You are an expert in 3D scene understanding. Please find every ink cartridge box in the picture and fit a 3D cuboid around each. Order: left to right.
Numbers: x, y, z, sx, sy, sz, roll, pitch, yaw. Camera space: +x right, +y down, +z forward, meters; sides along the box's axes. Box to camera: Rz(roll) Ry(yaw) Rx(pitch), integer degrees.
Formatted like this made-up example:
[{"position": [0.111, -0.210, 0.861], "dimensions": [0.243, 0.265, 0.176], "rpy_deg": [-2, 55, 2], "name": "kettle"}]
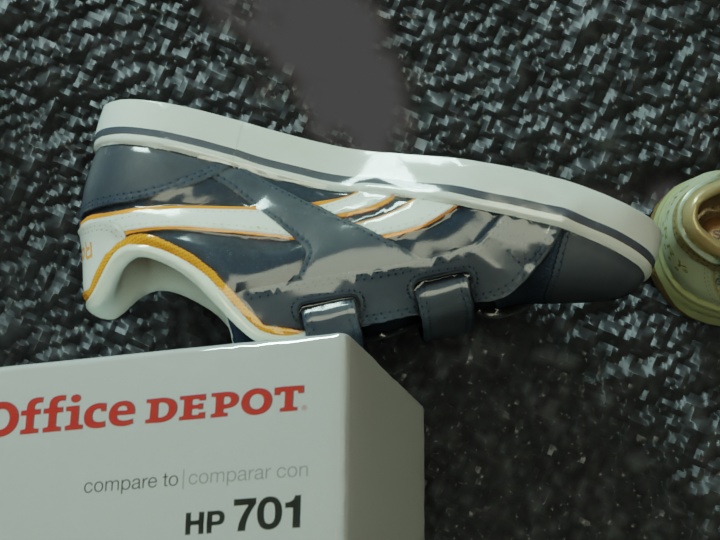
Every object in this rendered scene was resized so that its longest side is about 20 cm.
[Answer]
[{"position": [-0.059, 0.131, 0.960], "dimensions": [0.145, 0.086, 0.201], "rpy_deg": [-7, 70, 18], "name": "ink cartridge box"}]

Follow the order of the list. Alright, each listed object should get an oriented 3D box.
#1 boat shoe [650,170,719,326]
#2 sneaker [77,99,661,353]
[{"position": [0.202, -0.006, 1.049], "dimensions": [0.198, 0.063, 0.074], "rpy_deg": [-2, 80, -5], "name": "boat shoe"}, {"position": [0.000, 0.000, 1.028], "dimensions": [0.198, 0.078, 0.080], "rpy_deg": [10, 75, 9], "name": "sneaker"}]
